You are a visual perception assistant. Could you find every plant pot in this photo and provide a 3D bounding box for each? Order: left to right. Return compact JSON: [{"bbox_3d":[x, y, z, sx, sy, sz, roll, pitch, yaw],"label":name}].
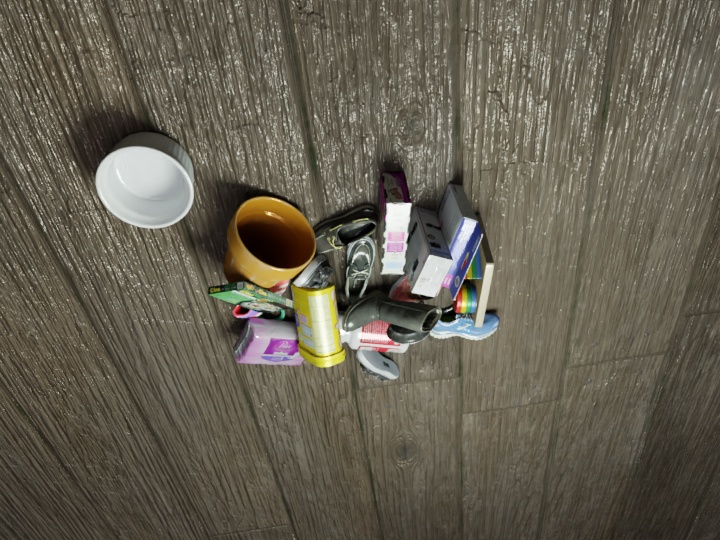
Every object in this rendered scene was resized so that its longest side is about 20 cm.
[{"bbox_3d":[-0.232,-0.039,1.444,0.199,0.201,0.183,21,139,-21],"label":"plant pot"}]

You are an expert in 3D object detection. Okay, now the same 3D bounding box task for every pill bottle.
[{"bbox_3d":[0.029,0.160,1.670,0.199,0.113,0.113,6,128,-11],"label":"pill bottle"}]

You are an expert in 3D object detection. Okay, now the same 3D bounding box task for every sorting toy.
[{"bbox_3d":[0.263,0.000,1.510,0.069,0.199,0.201,1,129,-1],"label":"sorting toy"}]

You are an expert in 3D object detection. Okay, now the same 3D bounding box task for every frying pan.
[{"bbox_3d":[0.146,0.130,1.598,0.115,0.190,0.031,18,130,39],"label":"frying pan"}]

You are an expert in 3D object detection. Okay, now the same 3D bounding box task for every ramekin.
[{"bbox_3d":[-0.459,-0.200,1.336,0.199,0.098,0.201,-3,129,-3],"label":"ramekin"}]

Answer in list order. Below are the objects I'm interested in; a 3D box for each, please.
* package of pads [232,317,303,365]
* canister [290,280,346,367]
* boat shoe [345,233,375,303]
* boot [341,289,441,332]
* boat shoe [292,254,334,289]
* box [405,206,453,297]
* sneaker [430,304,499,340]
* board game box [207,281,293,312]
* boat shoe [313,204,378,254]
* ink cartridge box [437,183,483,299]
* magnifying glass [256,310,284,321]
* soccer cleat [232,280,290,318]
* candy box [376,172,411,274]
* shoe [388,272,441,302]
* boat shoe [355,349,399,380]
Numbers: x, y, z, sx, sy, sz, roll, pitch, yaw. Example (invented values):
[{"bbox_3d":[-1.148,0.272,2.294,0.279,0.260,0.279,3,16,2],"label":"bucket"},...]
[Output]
[{"bbox_3d":[-0.231,0.194,1.662,0.199,0.076,0.121,9,130,-36],"label":"package of pads"},{"bbox_3d":[-0.111,0.126,1.570,0.086,0.148,0.201,-16,109,-30],"label":"canister"},{"bbox_3d":[0.000,0.000,1.563,0.072,0.071,0.201,1,129,-7],"label":"boat shoe"},{"bbox_3d":[0.077,0.122,1.547,0.199,0.182,0.073,23,137,35],"label":"boot"},{"bbox_3d":[-0.105,0.013,1.480,0.066,0.200,0.070,43,101,-1],"label":"boat shoe"},{"bbox_3d":[0.151,-0.048,1.458,0.060,0.201,0.117,11,125,-17],"label":"box"},{"bbox_3d":[0.288,0.138,1.702,0.199,0.079,0.090,-3,132,-3],"label":"sneaker"},{"bbox_3d":[-0.256,0.066,1.460,0.104,0.024,0.200,-6,162,26],"label":"board game box"},{"bbox_3d":[-0.048,-0.089,1.492,0.200,0.061,0.072,-28,126,16],"label":"boat shoe"},{"bbox_3d":[0.213,-0.069,1.447,0.043,0.201,0.197,8,127,-12],"label":"ink cartridge box"},{"bbox_3d":[-0.254,0.157,1.696,0.079,0.022,0.201,4,129,-10],"label":"magnifying glass"},{"bbox_3d":[-0.250,0.057,1.572,0.200,0.068,0.073,-44,163,29],"label":"soccer cleat"},{"bbox_3d":[0.075,-0.110,1.441,0.061,0.137,0.201,-1,128,-3],"label":"candy box"},{"bbox_3d":[0.142,0.052,1.607,0.071,0.091,0.200,24,123,-23],"label":"shoe"},{"bbox_3d":[0.035,0.272,1.771,0.066,0.070,0.200,-27,146,22],"label":"boat shoe"}]
